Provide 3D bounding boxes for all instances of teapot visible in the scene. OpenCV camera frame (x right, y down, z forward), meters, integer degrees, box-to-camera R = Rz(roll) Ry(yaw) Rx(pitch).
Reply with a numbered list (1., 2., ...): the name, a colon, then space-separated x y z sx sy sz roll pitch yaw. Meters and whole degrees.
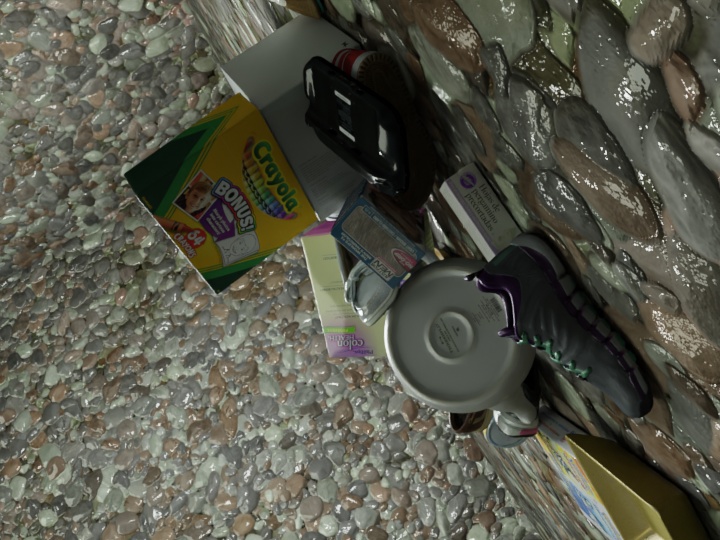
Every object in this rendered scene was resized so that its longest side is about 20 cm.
1. teapot: 0.131 0.077 0.869 0.196 0.202 0.146 11 -178 24

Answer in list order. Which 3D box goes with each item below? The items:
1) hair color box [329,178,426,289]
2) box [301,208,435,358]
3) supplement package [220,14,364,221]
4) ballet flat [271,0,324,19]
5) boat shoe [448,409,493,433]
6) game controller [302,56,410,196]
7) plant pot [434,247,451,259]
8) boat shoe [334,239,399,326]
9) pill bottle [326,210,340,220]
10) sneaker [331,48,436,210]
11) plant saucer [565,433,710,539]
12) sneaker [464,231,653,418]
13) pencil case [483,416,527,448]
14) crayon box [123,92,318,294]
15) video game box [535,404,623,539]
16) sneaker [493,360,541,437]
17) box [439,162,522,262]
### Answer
1. hair color box: 0.027 -0.058 0.858 0.100 0.061 0.200 41 -164 -8
2. box: 0.026 0.022 1.061 0.097 0.175 0.202 -38 -61 -60
3. supplement package: -0.061 -0.211 0.949 0.151 0.151 0.200 50 172 44
4. ballet flat: -0.124 -0.393 0.868 0.201 0.072 0.068 58 175 -22
5. boat shoe: 0.151 0.125 0.957 0.072 0.202 0.072 9 -179 38
6. game controller: -0.008 -0.162 0.766 0.200 0.042 0.105 45 144 43
7. plant pot: 0.143 0.058 1.103 0.200 0.027 0.202 167 90 -81
8. boat shoe: 0.001 -0.002 0.892 0.065 0.075 0.202 31 -156 -22
9. pill bottle: -0.044 -0.166 1.379 0.111 0.111 0.200 53 174 38
10. sneaker: 0.023 -0.173 0.832 0.112 0.071 0.201 44 159 55
11. plant saucer: 0.341 0.290 0.803 0.201 0.048 0.200 59 175 -15
12. sneaker: 0.184 0.065 0.656 0.201 0.087 0.074 56 176 14
13. pencil case: 0.207 0.188 1.108 0.090 0.083 0.200 24 -157 -22
14. crayon box: -0.168 -0.091 0.880 0.058 0.172 0.200 47 170 41
15. video game box: 0.338 0.311 1.018 0.201 0.047 0.182 57 174 -8
16. sneaker: 0.224 0.147 1.011 0.200 0.080 0.087 -109 27 -60
17. box: 0.154 -0.017 0.718 0.201 0.039 0.041 56 174 6
